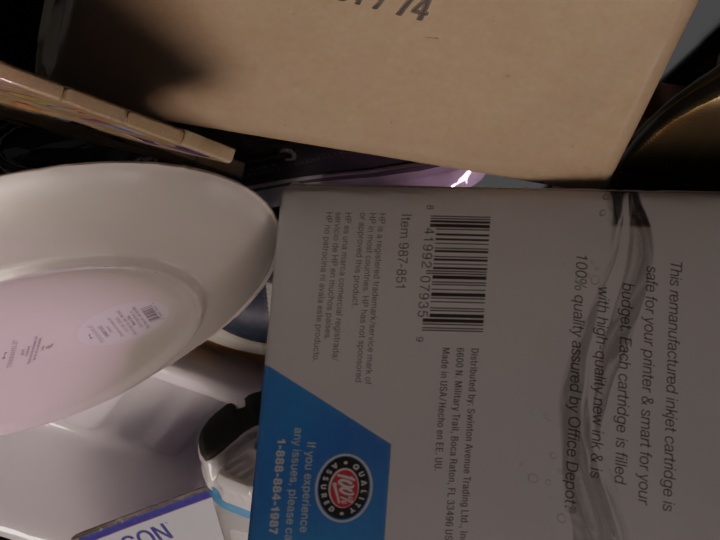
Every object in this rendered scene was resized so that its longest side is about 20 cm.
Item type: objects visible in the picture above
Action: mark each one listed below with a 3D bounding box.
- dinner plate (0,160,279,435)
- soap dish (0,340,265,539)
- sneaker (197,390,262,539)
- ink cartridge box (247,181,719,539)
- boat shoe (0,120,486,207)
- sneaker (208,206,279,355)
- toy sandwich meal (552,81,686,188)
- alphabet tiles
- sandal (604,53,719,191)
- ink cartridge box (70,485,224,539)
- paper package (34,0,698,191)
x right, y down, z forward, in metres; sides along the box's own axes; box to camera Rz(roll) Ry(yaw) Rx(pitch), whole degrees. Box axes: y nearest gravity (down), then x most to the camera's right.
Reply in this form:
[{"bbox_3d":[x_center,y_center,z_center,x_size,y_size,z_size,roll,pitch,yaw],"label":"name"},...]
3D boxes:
[{"bbox_3d":[-0.121,0.022,0.816,0.200,0.024,0.200,-17,158,-7],"label":"dinner plate"},{"bbox_3d":[-0.103,0.050,0.985,0.200,0.081,0.157,19,136,-24],"label":"soap dish"},{"bbox_3d":[0.036,0.108,0.892,0.200,0.075,0.087,14,129,16],"label":"sneaker"},{"bbox_3d":[0.070,0.053,0.807,0.200,0.145,0.084,1,157,9],"label":"ink cartridge box"},{"bbox_3d":[-0.046,-0.057,0.872,0.200,0.070,0.066,-3,136,0],"label":"boat shoe"},{"bbox_3d":[0.000,0.000,0.918,0.200,0.075,0.085,26,141,-17],"label":"sneaker"},{"bbox_3d":[0.168,-0.012,0.937,0.205,0.070,0.205,-3,142,-2],"label":"toy sandwich meal"},{"bbox_3d":[-0.125,-0.059,0.752,0.167,0.008,0.200,14,179,27],"label":"alphabet tiles"},{"bbox_3d":[0.157,-0.074,0.812,0.080,0.054,0.200,26,125,-15],"label":"sandal"},{"bbox_3d":[0.013,0.147,0.981,0.199,0.041,0.200,-21,113,26],"label":"ink cartridge box"},{"bbox_3d":[0.011,-0.132,0.758,0.200,0.104,0.191,9,139,-12],"label":"paper package"}]
